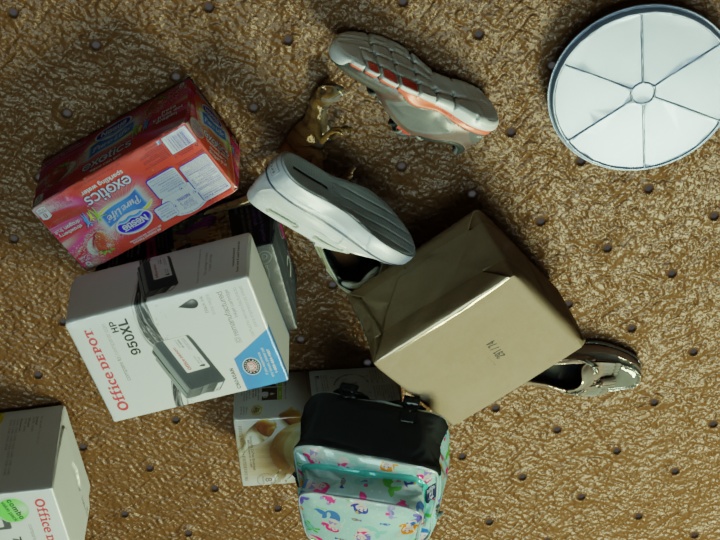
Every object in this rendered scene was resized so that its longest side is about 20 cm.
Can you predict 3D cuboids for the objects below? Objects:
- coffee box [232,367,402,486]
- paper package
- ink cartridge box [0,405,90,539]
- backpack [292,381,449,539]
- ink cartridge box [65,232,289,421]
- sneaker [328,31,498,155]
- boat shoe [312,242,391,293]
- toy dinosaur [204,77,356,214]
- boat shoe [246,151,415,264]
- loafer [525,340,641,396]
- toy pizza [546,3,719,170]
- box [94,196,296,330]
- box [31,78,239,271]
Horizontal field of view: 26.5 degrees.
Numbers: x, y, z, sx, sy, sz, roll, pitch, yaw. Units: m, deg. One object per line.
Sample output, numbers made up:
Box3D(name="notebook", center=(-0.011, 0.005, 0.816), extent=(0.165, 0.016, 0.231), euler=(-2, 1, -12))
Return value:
Box3D(name="coffee box", center=(-0.048, 0.186, 1.831), extent=(0.199, 0.080, 0.115), euler=(-4, 128, 0))
Box3D(name="paper package", center=(0.117, 0.058, 1.689), extent=(0.190, 0.104, 0.200), euler=(-34, 141, 12))
Box3D(name="ink cartridge box", center=(-0.441, 0.271, 1.832), extent=(0.199, 0.146, 0.147), euler=(-7, 127, 2))
Box3D(name="backpack", center=(0.011, 0.240, 1.725), extent=(0.177, 0.151, 0.200), euler=(9, 150, 5))
Box3D(name="ink cartridge box", center=(-0.189, 0.062, 1.598), extent=(0.199, 0.084, 0.145), euler=(-14, 124, 8))
Box3D(name="sneaker", center=(0.045, -0.173, 1.579), extent=(0.200, 0.077, 0.082), euler=(26, 127, -20))
Box3D(name="boat shoe", center=(0.000, 0.000, 1.704), extent=(0.075, 0.068, 0.200), euler=(-32, 122, 19))
Box3D(name="toy dinosaur", center=(-0.066, -0.117, 1.633), extent=(0.106, 0.060, 0.200), euler=(34, 109, -10))
Box3D(name="boat shoe", center=(-0.032, -0.057, 1.601), extent=(0.200, 0.074, 0.067), euler=(34, 126, -30))
Box3D(name="loafer", center=(0.241, 0.121, 1.809), extent=(0.199, 0.063, 0.072), euler=(11, 126, -11))
Box3D(name="toy pizza", center=(0.294, -0.193, 1.601), extent=(0.199, 0.032, 0.201), euler=(-1, 128, -2))
Box3D(name="box", center=(-0.178, 0.006, 1.676), extent=(0.199, 0.106, 0.123), euler=(-10, 126, 5))
Box3D(name="box", center=(-0.234, -0.099, 1.602), extent=(0.200, 0.096, 0.100), euler=(-27, 123, 17))
